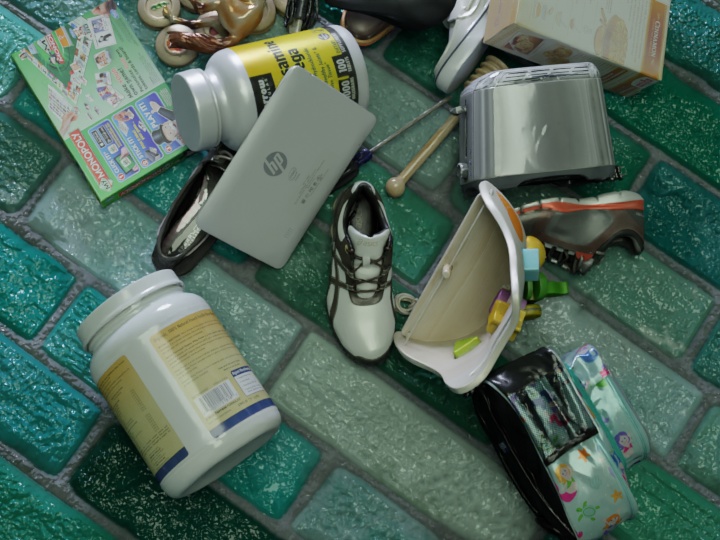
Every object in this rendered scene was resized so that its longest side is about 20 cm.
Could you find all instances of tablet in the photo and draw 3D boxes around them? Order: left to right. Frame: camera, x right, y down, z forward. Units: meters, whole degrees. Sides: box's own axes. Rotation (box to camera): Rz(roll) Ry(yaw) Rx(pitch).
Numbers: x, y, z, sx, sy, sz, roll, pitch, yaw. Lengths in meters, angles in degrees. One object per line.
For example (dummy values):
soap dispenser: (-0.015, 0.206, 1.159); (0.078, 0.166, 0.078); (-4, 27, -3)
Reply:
tablet: (-0.078, -0.108, 1.593); (0.130, 0.014, 0.201); (28, 98, -38)

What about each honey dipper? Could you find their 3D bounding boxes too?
honey dipper: (0.096, -0.159, 1.687); (0.038, 0.038, 0.200); (39, 80, 6)

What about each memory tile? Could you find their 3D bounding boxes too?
memory tile: (-0.165, -0.331, 1.716); (0.198, 0.017, 0.155); (-24, 79, -10)

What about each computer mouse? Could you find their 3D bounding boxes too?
computer mouse: (0.009, -0.321, 1.657); (0.198, 0.053, 0.140); (12, 87, 16)

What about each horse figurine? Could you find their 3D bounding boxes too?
horse figurine: (-0.143, -0.322, 1.675); (0.131, 0.050, 0.202); (24, 83, 5)

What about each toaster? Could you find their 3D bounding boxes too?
toaster: (0.198, -0.155, 1.638); (0.197, 0.114, 0.131); (-6, 91, -11)

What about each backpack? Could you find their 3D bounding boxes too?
backpack: (0.213, 0.180, 1.534); (0.149, 0.178, 0.202); (-24, 82, -5)

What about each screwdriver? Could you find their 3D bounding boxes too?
screwdriver: (0.024, -0.141, 1.680); (0.199, 0.029, 0.028); (-35, 80, -16)

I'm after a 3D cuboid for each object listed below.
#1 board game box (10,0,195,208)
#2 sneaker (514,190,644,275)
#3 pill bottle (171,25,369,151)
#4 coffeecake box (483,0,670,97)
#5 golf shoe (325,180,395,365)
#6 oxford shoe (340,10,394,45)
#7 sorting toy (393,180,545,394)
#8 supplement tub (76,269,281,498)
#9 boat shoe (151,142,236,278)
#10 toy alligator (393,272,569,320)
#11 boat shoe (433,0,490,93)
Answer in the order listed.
board game box: (-0.283, -0.189, 1.663); (0.134, 0.029, 0.201); (-31, 80, -11)
sneaker: (0.226, -0.035, 1.642); (0.197, 0.077, 0.083); (-9, 80, -7)
pill bottle: (-0.099, -0.193, 1.615); (0.198, 0.112, 0.114); (-17, 77, -23)
coffeecake box: (0.250, -0.305, 1.681); (0.198, 0.073, 0.155); (17, 73, -22)
golf shoe: (0.000, 0.000, 1.605); (0.077, 0.095, 0.203); (-6, 78, -7)
oxford shoe: (0.040, -0.349, 1.707); (0.071, 0.073, 0.201); (31, 76, 3)
sorting toy: (0.125, 0.041, 1.513); (0.106, 0.180, 0.201); (26, 109, -9)
supplement tub: (-0.189, 0.115, 1.532); (0.144, 0.145, 0.201); (-33, 80, -12)
boat shoe: (-0.162, -0.081, 1.629); (0.066, 0.057, 0.201); (30, 75, 5)
toy alligator: (0.135, 0.025, 1.629); (0.197, 0.054, 0.060); (-5, 75, -6)
boat shoe: (0.126, -0.294, 1.703); (0.065, 0.072, 0.201); (29, 74, 8)
